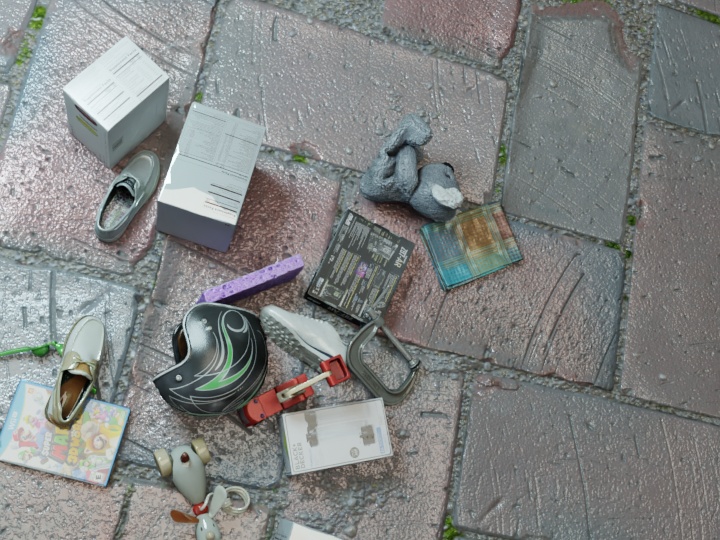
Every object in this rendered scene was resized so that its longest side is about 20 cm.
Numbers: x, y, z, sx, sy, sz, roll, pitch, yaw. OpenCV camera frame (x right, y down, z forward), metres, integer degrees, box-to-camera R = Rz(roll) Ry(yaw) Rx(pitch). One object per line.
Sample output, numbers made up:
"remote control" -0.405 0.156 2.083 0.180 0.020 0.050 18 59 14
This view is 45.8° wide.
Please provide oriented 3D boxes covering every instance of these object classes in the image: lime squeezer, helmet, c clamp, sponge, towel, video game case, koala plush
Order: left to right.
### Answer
"lime squeezer" -0.562 0.158 1.535 0.200 0.038 0.071 19 103 -11
"video game case" -0.527 0.289 1.514 0.199 0.018 0.144 17 73 -10
"helmet" -0.266 0.168 1.527 0.199 0.200 0.191 9 71 -13
"sponge" -0.210 0.027 1.614 0.200 0.112 0.030 -21 84 -19
"c clamp" 0.056 0.158 1.670 0.171 0.027 0.200 -43 112 -24
"koala plush" 0.120 -0.174 1.723 0.200 0.177 0.184 37 80 3
"towel" 0.235 -0.056 1.803 0.200 0.022 0.147 -20 83 -19

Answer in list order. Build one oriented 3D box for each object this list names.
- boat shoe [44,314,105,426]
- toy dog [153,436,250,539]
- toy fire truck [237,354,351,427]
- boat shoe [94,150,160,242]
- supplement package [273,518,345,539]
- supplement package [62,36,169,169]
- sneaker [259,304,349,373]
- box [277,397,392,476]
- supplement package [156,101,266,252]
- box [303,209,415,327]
"boat shoe" -0.492 0.176 1.496 0.075 0.068 0.201 20 75 -29
"toy dog" -0.290 0.387 1.512 0.132 0.096 0.200 -41 89 -20
"toy fire truck" -0.126 0.225 1.572 0.200 0.141 0.049 -24 84 -19
"boat shoe" -0.439 -0.147 1.616 0.070 0.072 0.201 27 71 -7
"supplement package" -0.094 0.559 1.493 0.151 0.151 0.200 22 72 -8
"supplement package" -0.452 -0.306 1.584 0.111 0.200 0.156 43 70 -1
"sneaker" -0.104 0.123 1.649 0.200 0.076 0.081 37 59 -9
"box" -0.049 0.315 1.614 0.199 0.060 0.117 -6 78 -16
"supplement package" -0.283 -0.169 1.601 0.147 0.191 0.201 18 72 -9
"box" 0.000 0.000 1.713 0.160 0.044 0.200 26 71 -8
